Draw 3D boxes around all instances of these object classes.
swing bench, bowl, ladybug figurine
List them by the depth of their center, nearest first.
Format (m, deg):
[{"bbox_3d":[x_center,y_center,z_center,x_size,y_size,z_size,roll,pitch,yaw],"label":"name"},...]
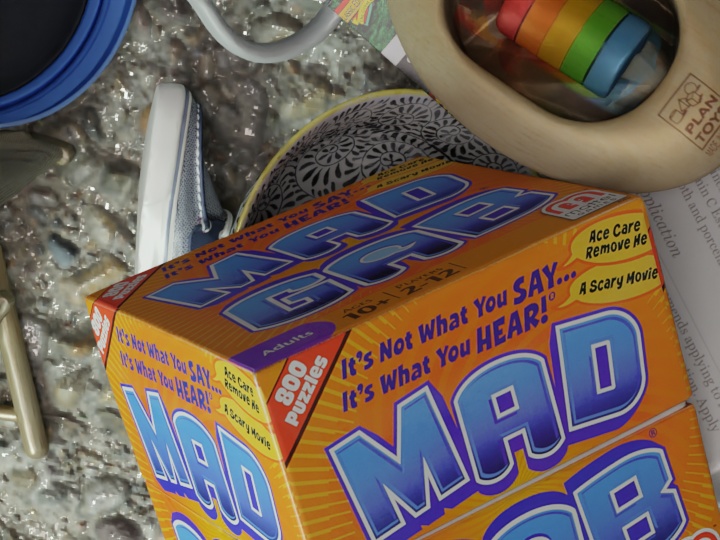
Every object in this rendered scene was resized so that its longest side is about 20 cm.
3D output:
[{"bbox_3d":[0.103,-0.112,0.946,0.200,0.072,0.136,39,94,11],"label":"ladybug figurine"},{"bbox_3d":[-0.213,-0.173,1.055,0.200,0.039,0.201,-1,91,-32],"label":"bowl"},{"bbox_3d":[0.000,0.000,1.081,0.200,0.094,0.201,-4,99,-27],"label":"bowl"},{"bbox_3d":[-0.247,0.030,1.083,0.129,0.199,0.201,8,104,6],"label":"swing bench"}]

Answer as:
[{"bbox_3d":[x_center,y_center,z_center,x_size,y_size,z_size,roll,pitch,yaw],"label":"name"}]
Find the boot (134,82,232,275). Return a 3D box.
[{"bbox_3d":[-0.082,-0.005,1.128,0.090,0.073,0.201,3,106,-8],"label":"boot"}]

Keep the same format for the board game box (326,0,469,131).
[{"bbox_3d":[0.085,-0.175,0.995,0.105,0.023,0.200,41,106,-2],"label":"board game box"}]

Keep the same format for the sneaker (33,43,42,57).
[{"bbox_3d":[-0.262,-0.154,1.093,0.200,0.079,0.074,31,107,-18],"label":"sneaker"}]

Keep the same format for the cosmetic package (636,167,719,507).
[{"bbox_3d":[0.234,0.005,1.003,0.200,0.165,0.165,-29,67,13],"label":"cosmetic package"}]

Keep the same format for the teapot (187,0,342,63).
[{"bbox_3d":[-0.044,-0.237,1.021,0.146,0.200,0.198,-2,68,-30],"label":"teapot"}]

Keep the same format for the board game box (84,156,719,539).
[{"bbox_3d":[0.021,0.081,0.938,0.199,0.200,0.200,-24,109,-23],"label":"board game box"}]
